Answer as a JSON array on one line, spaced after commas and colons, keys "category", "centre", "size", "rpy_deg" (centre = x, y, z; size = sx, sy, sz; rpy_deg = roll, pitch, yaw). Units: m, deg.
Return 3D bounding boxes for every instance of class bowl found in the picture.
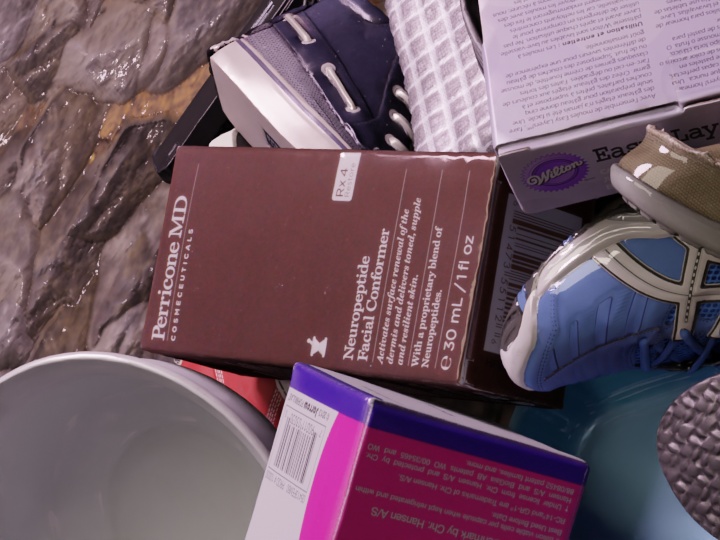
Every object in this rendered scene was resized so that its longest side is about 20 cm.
[{"category": "bowl", "centre": [-0.094, 0.123, 1.091], "size": [0.201, 0.201, 0.090], "rpy_deg": [-36, -1, 27]}]

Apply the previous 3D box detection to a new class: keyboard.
[{"category": "keyboard", "centre": [-0.044, -0.124, 1.302], "size": [0.200, 0.040, 0.104], "rpy_deg": [-55, 14, 7]}]

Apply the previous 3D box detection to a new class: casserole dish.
[{"category": "casserole dish", "centre": [0.110, 0.113, 0.944], "size": [0.121, 0.039, 0.201], "rpy_deg": [-22, 51, 38]}]

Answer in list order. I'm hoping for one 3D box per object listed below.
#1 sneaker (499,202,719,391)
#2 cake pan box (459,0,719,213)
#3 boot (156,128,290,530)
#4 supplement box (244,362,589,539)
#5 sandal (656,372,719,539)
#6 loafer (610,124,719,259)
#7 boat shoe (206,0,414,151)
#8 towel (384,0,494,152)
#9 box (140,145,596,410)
[{"category": "sneaker", "centre": [0.150, 0.007, 0.901], "size": [0.200, 0.076, 0.077], "rpy_deg": [-21, 62, 7]}, {"category": "cake pan box", "centre": [0.133, -0.126, 0.896], "size": [0.199, 0.052, 0.185], "rpy_deg": [-14, 53, 11]}, {"category": "boot", "centre": [-0.078, 0.033, 1.192], "size": [0.144, 0.072, 0.200], "rpy_deg": [-40, 44, 26]}, {"category": "supplement box", "centre": [0.003, 0.152, 0.937], "size": [0.101, 0.103, 0.201], "rpy_deg": [19, 91, 71]}, {"category": "sandal", "centre": [0.207, 0.065, 0.860], "size": [0.199, 0.045, 0.075], "rpy_deg": [-8, 84, 28]}, {"category": "loafer", "centre": [0.187, -0.031, 0.833], "size": [0.075, 0.199, 0.070], "rpy_deg": [-122, 42, -75]}, {"category": "boat shoe", "centre": [0.010, -0.066, 1.158], "size": [0.093, 0.075, 0.200], "rpy_deg": [-32, 58, -13]}, {"category": "towel", "centre": [0.092, -0.131, 1.096], "size": [0.165, 0.085, 0.200], "rpy_deg": [-35, 43, 30]}, {"category": "box", "centre": [0.000, 0.000, 1.028], "size": [0.200, 0.075, 0.100], "rpy_deg": [3, 80, 45]}]
